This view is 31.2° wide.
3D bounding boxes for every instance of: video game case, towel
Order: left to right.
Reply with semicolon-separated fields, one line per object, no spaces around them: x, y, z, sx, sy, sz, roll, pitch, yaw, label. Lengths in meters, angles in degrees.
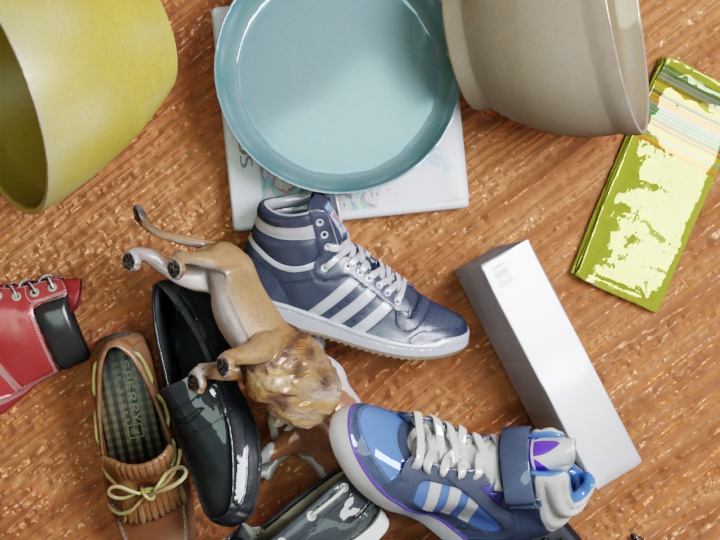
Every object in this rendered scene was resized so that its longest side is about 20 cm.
-0.016;-0.134;1.068;0.197;0.024;0.184;-6;92;-4;video game case
0.253;-0.073;1.091;0.085;0.018;0.202;23;90;-3;towel

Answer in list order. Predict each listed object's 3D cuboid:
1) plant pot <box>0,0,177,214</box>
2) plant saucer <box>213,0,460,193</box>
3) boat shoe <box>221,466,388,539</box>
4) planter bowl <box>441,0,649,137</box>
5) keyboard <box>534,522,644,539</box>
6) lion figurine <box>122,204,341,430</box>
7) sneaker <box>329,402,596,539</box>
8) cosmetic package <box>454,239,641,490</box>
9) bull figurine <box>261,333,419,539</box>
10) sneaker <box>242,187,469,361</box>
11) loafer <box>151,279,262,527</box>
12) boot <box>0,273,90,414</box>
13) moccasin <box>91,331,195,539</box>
-0.226;-0.163;0.987;0.141;0.200;0.202;-27;93;-29;plant pot
-0.017;-0.160;1.036;0.198;0.027;0.203;0;85;-2;plant saucer
-0.076;0.219;1.001;0.199;0.076;0.061;-31;100;-6;boat shoe
0.141;-0.194;1.007;0.133;0.200;0.203;-9;92;20;planter bowl
0.222;0.291;1.097;0.127;0.021;0.200;-40;94;-2;keyboard
-0.092;0.032;0.984;0.072;0.122;0.202;-36;73;39;lion figurine
0.090;0.140;0.990;0.146;0.081;0.200;-31;124;31;sneaker
0.152;0.075;1.054;0.050;0.082;0.201;-28;94;-13;cosmetic package
-0.028;0.146;1.055;0.121;0.065;0.200;-43;92;2;bull figurine
0.000;0.000;1.036;0.198;0.070;0.110;13;111;-1;sneaker
-0.127;0.101;1.013;0.068;0.070;0.203;-27;66;34;loafer
-0.307;0.009;1.032;0.143;0.072;0.201;-32;101;-3;boot
-0.174;0.151;1.036;0.073;0.078;0.204;-6;96;-3;moccasin
